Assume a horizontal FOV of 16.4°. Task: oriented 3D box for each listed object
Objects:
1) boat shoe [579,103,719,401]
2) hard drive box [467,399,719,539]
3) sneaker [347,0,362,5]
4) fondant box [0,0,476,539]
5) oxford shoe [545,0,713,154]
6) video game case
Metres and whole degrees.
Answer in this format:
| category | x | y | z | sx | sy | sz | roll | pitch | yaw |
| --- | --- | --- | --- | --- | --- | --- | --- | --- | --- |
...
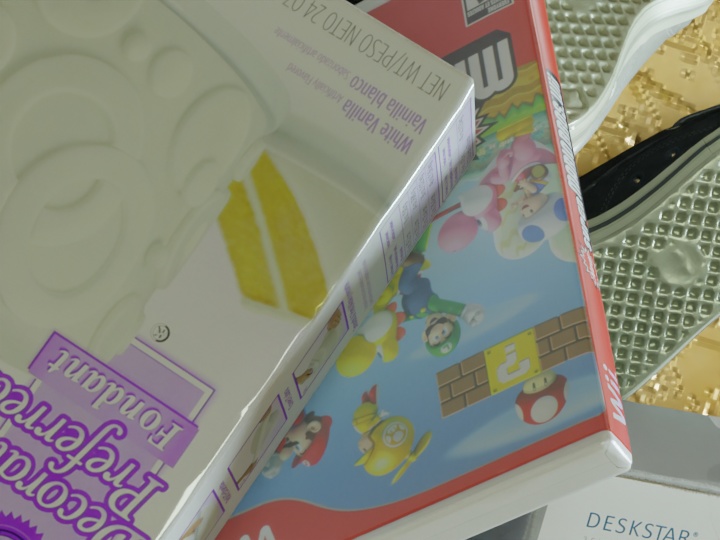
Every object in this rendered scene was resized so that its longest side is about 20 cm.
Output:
| category | x | y | z | sx | sy | sz | roll | pitch | yaw |
| --- | --- | --- | --- | --- | --- | --- | --- | --- | --- |
| boat shoe | 0.087 | 0.002 | 0.897 | 0.200 | 0.062 | 0.075 | -33 | 104 | 8 |
| hard drive box | 0.104 | 0.155 | 0.876 | 0.155 | 0.077 | 0.201 | 12 | 106 | -12 |
| sneaker | -0.026 | -0.087 | 0.857 | 0.200 | 0.082 | 0.073 | 40 | 88 | -9 |
| fondant box | -0.080 | -0.001 | 0.689 | 0.144 | 0.058 | 0.200 | 32 | 78 | 11 |
| oxford shoe | 0.073 | -0.089 | 0.855 | 0.075 | 0.058 | 0.200 | 36 | 45 | 2 |
| video game case | 0.000 | 0.000 | 0.736 | 0.143 | 0.200 | 0.017 | -25 | 137 | 21 |
